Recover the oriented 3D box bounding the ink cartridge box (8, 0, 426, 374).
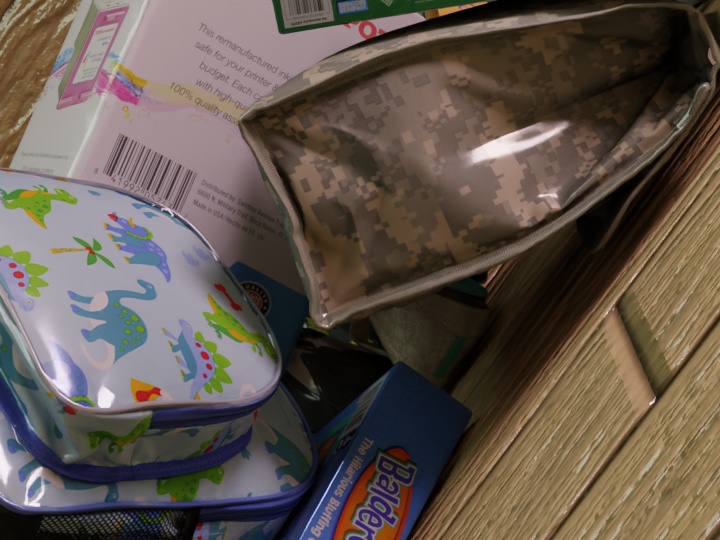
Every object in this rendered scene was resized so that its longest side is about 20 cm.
[{"bbox_3d":[-0.075,-0.068,1.154,0.085,0.144,0.200,10,74,59],"label":"ink cartridge box"}]

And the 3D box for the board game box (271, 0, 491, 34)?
[{"bbox_3d":[0.078,-0.135,1.018,0.200,0.029,0.135,-6,7,23],"label":"board game box"}]

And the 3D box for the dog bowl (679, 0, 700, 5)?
[{"bbox_3d":[0.198,-0.229,1.199,0.200,0.059,0.200,-53,7,9],"label":"dog bowl"}]

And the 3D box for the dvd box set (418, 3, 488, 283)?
[{"bbox_3d":[0.039,-0.113,1.242,0.147,0.029,0.200,94,167,-45],"label":"dvd box set"}]

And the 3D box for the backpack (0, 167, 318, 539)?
[{"bbox_3d":[-0.116,0.056,0.999,0.200,0.183,0.147,8,-52,-49],"label":"backpack"}]

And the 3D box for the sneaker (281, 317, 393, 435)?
[{"bbox_3d":[-0.016,0.075,1.230,0.200,0.074,0.085,-132,58,-83],"label":"sneaker"}]

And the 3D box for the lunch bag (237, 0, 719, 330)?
[{"bbox_3d":[0.062,-0.060,1.027,0.200,0.118,0.164,-21,6,4],"label":"lunch bag"}]

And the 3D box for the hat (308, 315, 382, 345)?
[{"bbox_3d":[0.008,-0.026,1.367,0.081,0.201,0.201,-14,-12,-24],"label":"hat"}]

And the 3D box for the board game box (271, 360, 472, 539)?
[{"bbox_3d":[-0.037,0.143,1.074,0.152,0.045,0.200,-60,9,-32],"label":"board game box"}]

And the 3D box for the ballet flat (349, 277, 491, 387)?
[{"bbox_3d":[0.000,0.000,1.201,0.062,0.067,0.200,-67,28,14],"label":"ballet flat"}]
